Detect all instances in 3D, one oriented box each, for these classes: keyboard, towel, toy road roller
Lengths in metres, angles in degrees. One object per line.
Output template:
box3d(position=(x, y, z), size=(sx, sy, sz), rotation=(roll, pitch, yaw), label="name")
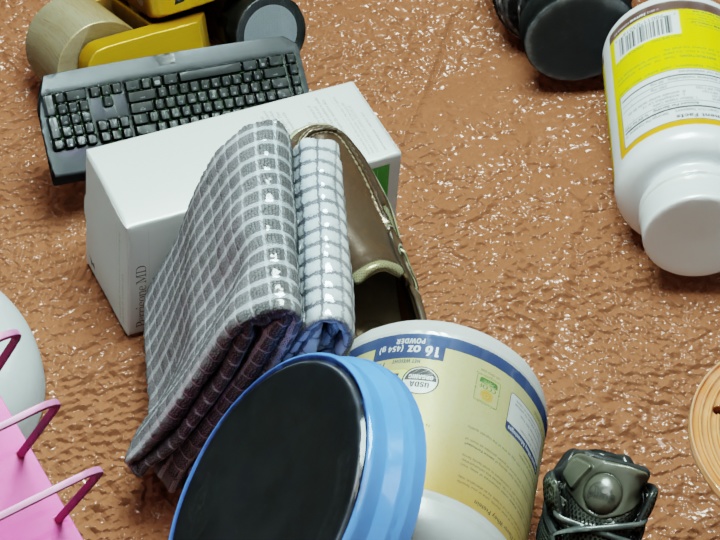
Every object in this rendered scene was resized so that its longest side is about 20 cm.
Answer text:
box3d(position=(-0.123, -0.090, 1.821), size=(0.199, 0.021, 0.128), rotation=(-12, 89, -21), label="keyboard")
box3d(position=(-0.079, 0.029, 1.625), size=(0.085, 0.200, 0.166), rotation=(15, 43, -23), label="towel")
box3d(position=(-0.146, -0.210, 1.876), size=(0.199, 0.147, 0.123), rotation=(-20, 27, -19), label="toy road roller")

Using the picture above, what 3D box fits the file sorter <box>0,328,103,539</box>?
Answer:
box3d(position=(-0.214, 0.156, 1.491), size=(0.139, 0.125, 0.201), rotation=(-27, 80, -28), label="file sorter")

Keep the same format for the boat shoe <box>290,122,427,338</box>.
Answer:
box3d(position=(0.006, -0.002, 1.679), size=(0.074, 0.075, 0.203), rotation=(-20, 89, -20), label="boat shoe")

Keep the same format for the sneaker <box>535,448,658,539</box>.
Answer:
box3d(position=(0.131, 0.185, 1.555), size=(0.076, 0.115, 0.200), rotation=(9, 47, 7), label="sneaker")

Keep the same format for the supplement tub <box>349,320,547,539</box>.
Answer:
box3d(position=(0.031, 0.145, 1.562), size=(0.143, 0.145, 0.201), rotation=(10, 45, 5), label="supplement tub")

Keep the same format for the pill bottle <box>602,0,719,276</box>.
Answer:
box3d(position=(0.230, -0.094, 1.838), size=(0.108, 0.110, 0.201), rotation=(3, 46, -2), label="pill bottle")

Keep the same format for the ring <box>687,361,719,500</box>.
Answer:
box3d(position=(0.293, 0.111, 1.557), size=(0.199, 0.019, 0.201), rotation=(6, 39, -5), label="ring")

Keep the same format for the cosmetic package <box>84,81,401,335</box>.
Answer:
box3d(position=(-0.081, -0.043, 1.763), size=(0.199, 0.108, 0.085), rotation=(-18, 49, -19), label="cosmetic package")

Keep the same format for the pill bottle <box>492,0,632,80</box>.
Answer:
box3d(position=(0.147, -0.241, 1.973), size=(0.111, 0.112, 0.201), rotation=(-4, 46, -9), label="pill bottle")

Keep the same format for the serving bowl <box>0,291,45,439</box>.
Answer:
box3d(position=(-0.303, 0.058, 1.674), size=(0.199, 0.066, 0.201), rotation=(3, 46, -3), label="serving bowl")

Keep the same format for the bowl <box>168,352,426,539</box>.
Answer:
box3d(position=(-0.042, 0.139, 1.480), size=(0.039, 0.200, 0.201), rotation=(28, 36, -31), label="bowl")
